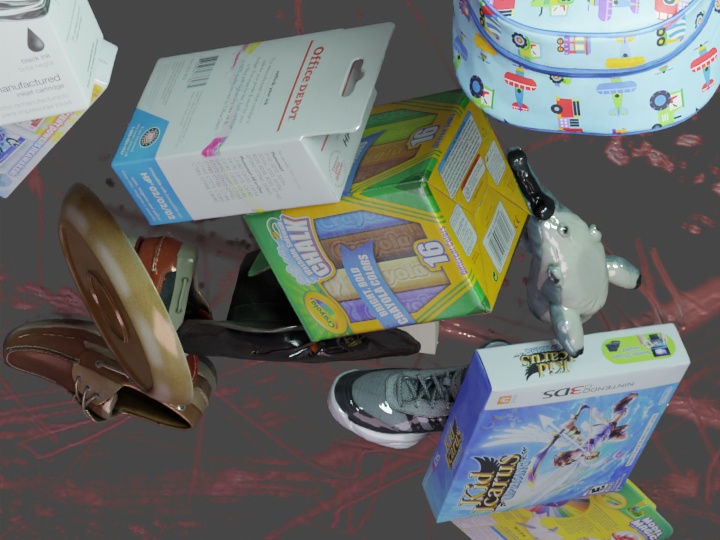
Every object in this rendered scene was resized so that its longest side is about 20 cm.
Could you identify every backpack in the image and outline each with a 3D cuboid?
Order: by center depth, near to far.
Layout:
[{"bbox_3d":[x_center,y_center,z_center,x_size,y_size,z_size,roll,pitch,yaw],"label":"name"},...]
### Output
[{"bbox_3d":[0.135,-0.183,1.230,0.181,0.201,0.135,6,148,12],"label":"backpack"}]

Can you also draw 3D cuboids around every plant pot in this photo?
[{"bbox_3d":[-0.195,0.025,1.704,0.027,0.201,0.201,-28,151,-16],"label":"plant pot"}]

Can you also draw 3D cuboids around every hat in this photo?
[{"bbox_3d":[-0.049,0.024,1.677,0.198,0.082,0.201,2,170,0],"label":"hat"}]

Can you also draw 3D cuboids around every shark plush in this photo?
[{"bbox_3d":[0.138,-0.012,1.632,0.083,0.091,0.200,27,167,38],"label":"shark plush"}]

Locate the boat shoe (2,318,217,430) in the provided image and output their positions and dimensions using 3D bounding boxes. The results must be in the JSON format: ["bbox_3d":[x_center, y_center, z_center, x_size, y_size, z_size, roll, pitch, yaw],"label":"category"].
[{"bbox_3d":[-0.231,0.097,1.919,0.198,0.072,0.076,11,148,2],"label":"boat shoe"}]

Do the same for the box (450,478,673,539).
[{"bbox_3d":[0.189,0.224,2.002,0.199,0.049,0.117,-10,142,36],"label":"box"}]

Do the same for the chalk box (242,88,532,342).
[{"bbox_3d":[0.003,-0.038,1.551,0.198,0.125,0.124,-9,124,29],"label":"chalk box"}]

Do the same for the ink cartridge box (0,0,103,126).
[{"bbox_3d":[-0.276,-0.195,1.412,0.145,0.085,0.201,-10,134,13],"label":"ink cartridge box"}]

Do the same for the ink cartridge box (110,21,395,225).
[{"bbox_3d":[-0.064,-0.103,1.497,0.198,0.116,0.068,-6,135,27],"label":"ink cartridge box"}]

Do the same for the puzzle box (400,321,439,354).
[{"bbox_3d":[0.000,0.000,1.731,0.132,0.026,0.201,9,148,7],"label":"puzzle box"}]

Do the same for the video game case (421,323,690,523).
[{"bbox_3d":[0.161,0.130,1.769,0.180,0.046,0.201,-6,143,-19],"label":"video game case"}]

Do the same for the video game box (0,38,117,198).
[{"bbox_3d":[-0.303,-0.148,1.582,0.181,0.047,0.200,28,145,-20],"label":"video game box"}]

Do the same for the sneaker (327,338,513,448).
[{"bbox_3d":[0.075,0.102,1.825,0.198,0.076,0.114,9,148,-6],"label":"sneaker"}]

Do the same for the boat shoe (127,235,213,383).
[{"bbox_3d":[-0.158,0.041,1.813,0.062,0.072,0.201,4,143,8],"label":"boat shoe"}]
